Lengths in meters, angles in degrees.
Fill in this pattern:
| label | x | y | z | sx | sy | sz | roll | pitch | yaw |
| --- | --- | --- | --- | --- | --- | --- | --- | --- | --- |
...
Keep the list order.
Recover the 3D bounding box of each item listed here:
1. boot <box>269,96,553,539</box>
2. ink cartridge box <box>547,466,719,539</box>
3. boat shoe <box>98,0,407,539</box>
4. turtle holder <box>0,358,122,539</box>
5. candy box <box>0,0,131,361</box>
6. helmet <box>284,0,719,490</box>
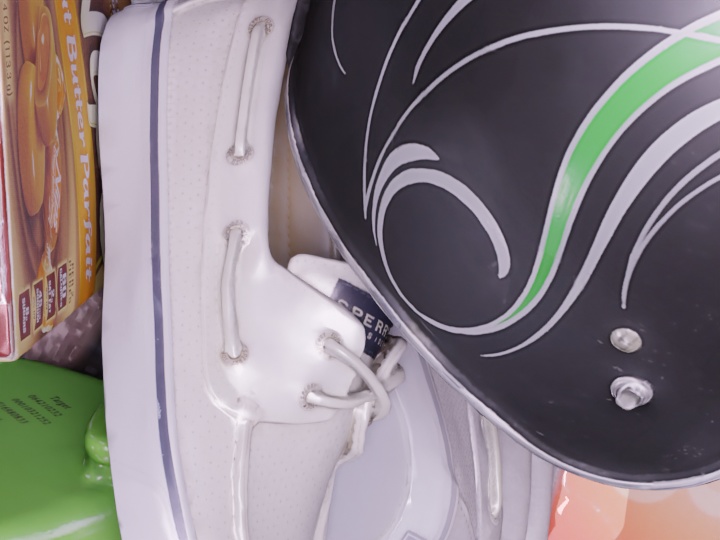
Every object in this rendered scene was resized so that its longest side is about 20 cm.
| label | x | y | z | sx | sy | sz | roll | pitch | yaw |
| --- | --- | --- | --- | --- | --- | --- | --- | --- | --- |
| boot | 0.000 | 0.000 | 0.799 | 0.073 | 0.095 | 0.201 | -21 | 69 | 26 |
| ink cartridge box | 0.139 | 0.112 | 0.836 | 0.199 | 0.050 | 0.163 | 15 | 95 | -5 |
| boat shoe | -0.023 | 0.019 | 0.713 | 0.069 | 0.071 | 0.201 | -11 | 68 | 17 |
| turtle holder | -0.116 | 0.085 | 0.772 | 0.140 | 0.185 | 0.133 | 14 | 112 | 27 |
| candy box | -0.098 | -0.047 | 0.710 | 0.055 | 0.200 | 0.116 | -2 | 97 | 5 |
| helmet | 0.095 | -0.062 | 0.667 | 0.200 | 0.200 | 0.191 | 40 | 121 | -10 |
